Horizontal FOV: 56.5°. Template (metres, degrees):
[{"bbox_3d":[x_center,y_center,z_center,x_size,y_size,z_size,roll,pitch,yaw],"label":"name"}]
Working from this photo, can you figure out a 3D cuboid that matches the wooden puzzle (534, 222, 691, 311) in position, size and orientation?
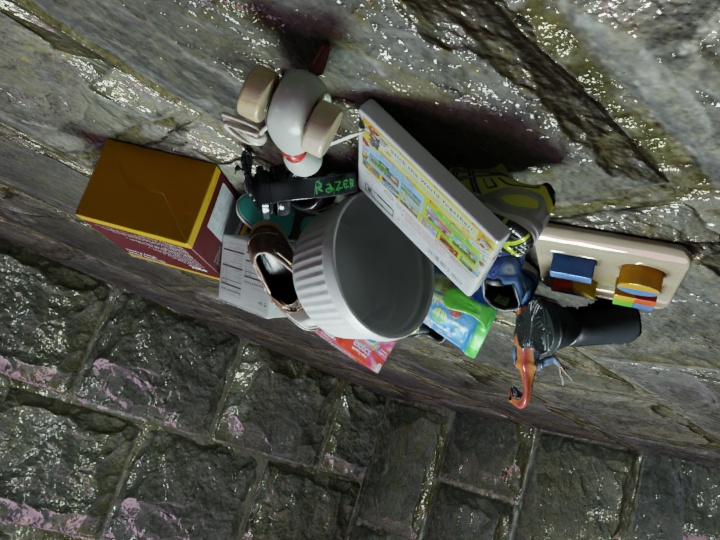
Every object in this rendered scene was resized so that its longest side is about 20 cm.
[{"bbox_3d":[0.326,0.009,0.894,0.184,0.047,0.200,12,164,21],"label":"wooden puzzle"}]

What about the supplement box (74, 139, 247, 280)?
[{"bbox_3d":[-0.314,-0.093,1.109,0.196,0.134,0.200,14,165,12],"label":"supplement box"}]

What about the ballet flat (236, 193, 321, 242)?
[{"bbox_3d":[-0.101,-0.074,1.078,0.198,0.070,0.069,14,165,1],"label":"ballet flat"}]

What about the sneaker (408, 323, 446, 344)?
[{"bbox_3d":[0.092,0.075,1.206,0.199,0.083,0.071,28,134,-32],"label":"sneaker"}]

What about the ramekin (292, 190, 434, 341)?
[{"bbox_3d":[0.000,0.000,0.912,0.105,0.202,0.199,-14,147,44],"label":"ramekin"}]

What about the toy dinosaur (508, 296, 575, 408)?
[{"bbox_3d":[0.276,0.138,1.156,0.199,0.183,0.105,29,162,-35],"label":"toy dinosaur"}]

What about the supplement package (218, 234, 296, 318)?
[{"bbox_3d":[-0.108,0.007,1.108,0.199,0.112,0.155,1,-172,-42],"label":"supplement package"}]

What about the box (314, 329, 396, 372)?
[{"bbox_3d":[-0.022,0.110,1.335,0.095,0.100,0.200,23,166,46],"label":"box"}]

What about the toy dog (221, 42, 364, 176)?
[{"bbox_3d":[-0.056,-0.161,0.673,0.131,0.097,0.200,32,175,-18],"label":"toy dog"}]

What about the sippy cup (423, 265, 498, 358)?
[{"bbox_3d":[0.163,0.059,1.132,0.130,0.140,0.179,26,141,9],"label":"sippy cup"}]

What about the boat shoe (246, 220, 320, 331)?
[{"bbox_3d":[-0.103,0.024,0.946,0.070,0.071,0.201,-24,129,9],"label":"boat shoe"}]

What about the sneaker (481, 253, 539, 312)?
[{"bbox_3d":[0.211,0.021,0.989,0.078,0.090,0.200,11,165,28],"label":"sneaker"}]

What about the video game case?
[{"bbox_3d":[0.071,-0.072,0.743,0.200,0.023,0.182,47,167,14],"label":"video game case"}]

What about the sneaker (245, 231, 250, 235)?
[{"bbox_3d":[-0.168,-0.013,1.257,0.128,0.080,0.199,9,-168,-10],"label":"sneaker"}]

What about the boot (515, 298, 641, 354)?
[{"bbox_3d":[0.325,0.075,0.969,0.166,0.077,0.200,-7,171,1],"label":"boot"}]

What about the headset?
[{"bbox_3d":[-0.091,-0.117,0.850,0.123,0.095,0.199,-14,-170,-40],"label":"headset"}]

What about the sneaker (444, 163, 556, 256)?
[{"bbox_3d":[0.129,-0.081,0.747,0.199,0.076,0.076,32,161,42],"label":"sneaker"}]
